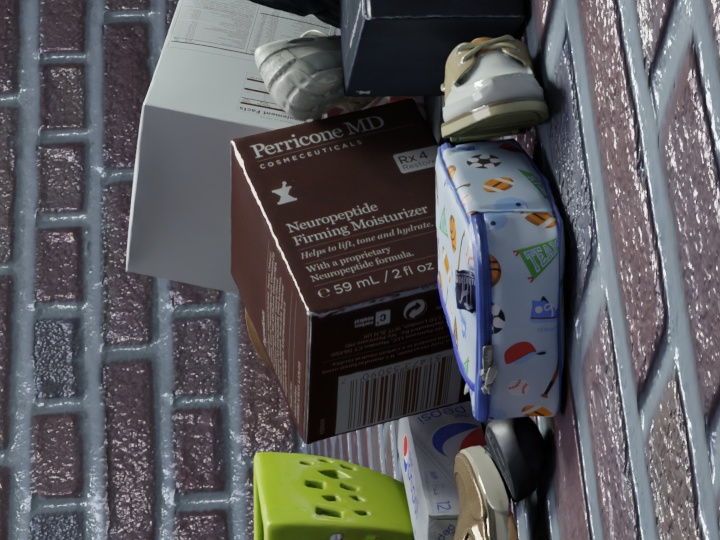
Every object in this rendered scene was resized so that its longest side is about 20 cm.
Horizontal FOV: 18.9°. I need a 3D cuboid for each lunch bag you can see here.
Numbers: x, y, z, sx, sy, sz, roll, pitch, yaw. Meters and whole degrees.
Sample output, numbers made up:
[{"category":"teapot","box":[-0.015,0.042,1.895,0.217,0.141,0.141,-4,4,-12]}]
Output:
[{"category":"lunch bag","box":[0.094,0.009,1.492,0.200,0.075,0.161,-99,8,-62]}]

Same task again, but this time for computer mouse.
[{"category":"computer mouse","box":[0.112,0.140,1.572,0.200,0.034,0.059,92,157,-77]}]

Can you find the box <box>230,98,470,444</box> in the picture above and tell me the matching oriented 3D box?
[{"category":"box","box":[0.000,0.000,1.746,0.165,0.165,0.200,93,157,-48]}]

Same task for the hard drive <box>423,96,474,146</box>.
[{"category":"hard drive","box":[0.074,-0.210,1.848,0.140,0.033,0.201,-128,38,-81]}]

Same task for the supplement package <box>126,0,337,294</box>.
[{"category":"supplement package","box":[-0.112,-0.117,1.912,0.200,0.146,0.192,-79,0,-50]}]

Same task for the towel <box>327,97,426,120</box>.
[{"category":"towel","box":[0.017,-0.143,1.927,0.146,0.030,0.201,-42,44,50]}]

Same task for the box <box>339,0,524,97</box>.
[{"category":"box","box":[0.047,-0.253,1.649,0.200,0.123,0.198,112,157,-78]}]

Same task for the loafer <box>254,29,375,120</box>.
[{"category":"loafer","box":[-0.022,-0.170,1.791,0.070,0.070,0.200,-46,-11,21]}]

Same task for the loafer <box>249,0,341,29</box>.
[{"category":"loafer","box":[-0.016,-0.235,1.774,0.073,0.199,0.073,23,98,48]}]

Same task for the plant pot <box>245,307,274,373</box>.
[{"category":"plant pot","box":[0.009,0.055,1.944,0.200,0.186,0.188,-135,43,-67]}]

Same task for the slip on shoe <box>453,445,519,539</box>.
[{"category":"slip on shoe","box":[0.086,0.206,1.528,0.076,0.060,0.201,74,180,-47]}]

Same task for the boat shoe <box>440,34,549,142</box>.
[{"category":"boat shoe","box":[0.087,-0.129,1.517,0.200,0.074,0.069,-175,78,-85]}]

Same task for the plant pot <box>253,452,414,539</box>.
[{"category":"plant pot","box":[-0.004,0.285,1.982,0.199,0.180,0.201,-114,24,-75]}]

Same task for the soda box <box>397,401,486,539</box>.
[{"category":"soda box","box":[0.072,0.170,1.779,0.200,0.063,0.069,-101,12,-61]}]
